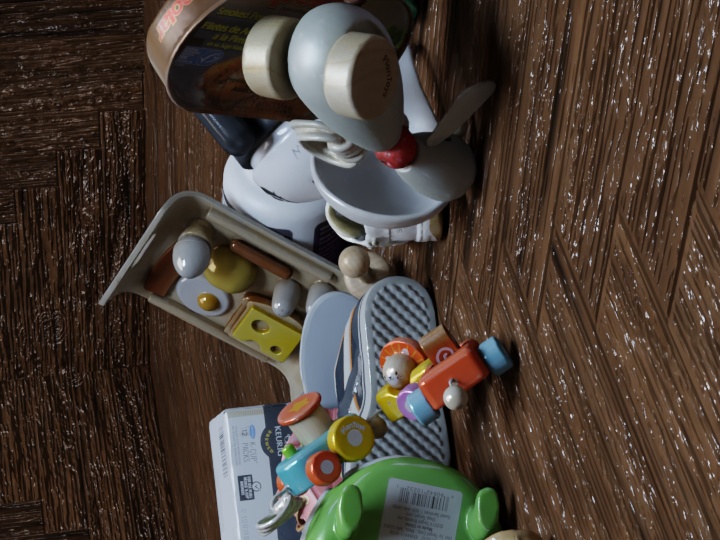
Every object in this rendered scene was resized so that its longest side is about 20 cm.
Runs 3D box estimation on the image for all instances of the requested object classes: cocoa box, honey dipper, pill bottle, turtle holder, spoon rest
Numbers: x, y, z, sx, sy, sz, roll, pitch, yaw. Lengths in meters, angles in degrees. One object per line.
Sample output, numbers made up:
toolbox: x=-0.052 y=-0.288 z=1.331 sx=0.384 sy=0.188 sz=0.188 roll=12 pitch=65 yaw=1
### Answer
cocoa box: x=-0.052 y=0.218 z=1.761 sx=0.133 sy=0.130 sz=0.202 roll=136 pitch=128 yaw=-76
honey dipper: x=0.000 y=0.000 z=1.491 sx=0.200 sy=0.038 sz=0.038 roll=38 pitch=-134 yaw=-83
pill bottle: x=-0.065 y=-0.050 z=1.756 sx=0.201 sy=0.110 sz=0.112 roll=96 pitch=165 yaw=-44
turtle holder: x=0.028 y=0.215 z=1.320 sx=0.132 sy=0.140 sz=0.187 roll=154 pitch=98 yaw=-77
spoon rest: x=0.016 y=-0.099 z=1.380 sx=0.201 sy=0.098 sz=0.061 roll=-90 pitch=8 yaw=-52

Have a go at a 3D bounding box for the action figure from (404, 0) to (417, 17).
action figure: x=0.007 y=-0.206 z=1.448 sx=0.200 sy=0.054 sz=0.119 roll=-167 pitch=66 yaw=-79

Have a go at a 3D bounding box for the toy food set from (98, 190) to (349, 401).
toy food set: x=-0.108 y=0.029 z=1.722 sx=0.144 sy=0.199 sz=0.061 roll=-51 pitch=15 yaw=43

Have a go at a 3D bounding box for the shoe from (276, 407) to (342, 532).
shoe: x=-0.023 y=0.194 z=1.545 sx=0.072 sy=0.090 sz=0.202 roll=95 pitch=-176 yaw=-58

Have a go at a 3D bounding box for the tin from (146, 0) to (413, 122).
tin: x=-0.048 y=-0.147 z=1.258 sx=0.112 sy=0.199 sz=0.042 roll=-45 pitch=64 yaw=29

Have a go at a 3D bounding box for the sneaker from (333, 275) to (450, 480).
sneaker: x=0.022 y=0.111 z=1.463 sx=0.079 sy=0.078 sz=0.202 roll=136 pitch=140 yaw=-70

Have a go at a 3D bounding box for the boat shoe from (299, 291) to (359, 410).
boat shoe: x=-0.006 y=0.118 z=1.654 sx=0.086 sy=0.074 sz=0.204 roll=167 pitch=89 yaw=-83

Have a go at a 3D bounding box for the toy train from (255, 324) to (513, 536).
toy train: x=0.007 y=0.086 z=1.298 sx=0.056 sy=0.199 sz=0.150 roll=55 pitch=-166 yaw=-1

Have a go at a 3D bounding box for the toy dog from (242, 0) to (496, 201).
toy dog: x=0.014 y=-0.120 z=1.232 sx=0.097 sy=0.131 sz=0.200 roll=-66 pitch=-17 yaw=-7

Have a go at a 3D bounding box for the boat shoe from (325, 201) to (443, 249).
boat shoe: x=0.007 y=-0.051 z=1.476 sx=0.200 sy=0.069 sz=0.072 roll=-176 pitch=79 yaw=-80

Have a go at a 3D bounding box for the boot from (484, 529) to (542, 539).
boot: x=0.096 y=0.284 z=1.190 sx=0.176 sy=0.065 sz=0.201 roll=113 pitch=152 yaw=-44

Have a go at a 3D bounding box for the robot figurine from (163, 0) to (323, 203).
robot figurine: x=-0.069 y=-0.147 z=1.572 sx=0.201 sy=0.150 sz=0.125 roll=53 pitch=168 yaw=8
